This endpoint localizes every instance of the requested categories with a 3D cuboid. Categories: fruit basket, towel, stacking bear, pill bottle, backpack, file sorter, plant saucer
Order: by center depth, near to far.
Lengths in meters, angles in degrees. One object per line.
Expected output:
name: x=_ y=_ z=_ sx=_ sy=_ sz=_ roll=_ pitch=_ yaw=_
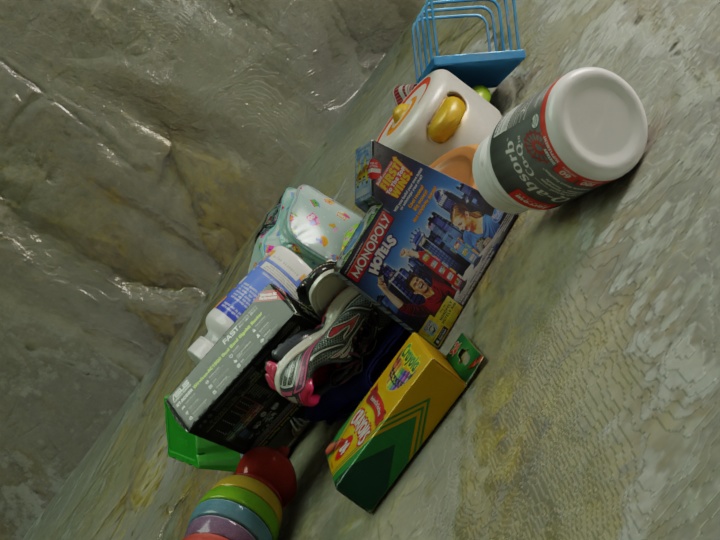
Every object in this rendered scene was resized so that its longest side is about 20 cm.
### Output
pill bottle: x=0.202 y=-0.128 z=1.364 sx=0.116 sy=0.115 sz=0.200 roll=-58 pitch=11 yaw=-21
stacking bear: x=-0.137 y=0.293 z=1.555 sx=0.121 sy=0.113 sz=0.201 roll=-44 pitch=10 yaw=39
towel: x=0.013 y=0.116 z=1.611 sx=0.148 sy=0.049 sz=0.200 roll=-54 pitch=10 yaw=-30
plant saucer: x=0.111 y=-0.090 z=1.716 sx=0.200 sy=0.037 sz=0.201 roll=-40 pitch=27 yaw=25
pill bottle: x=-0.148 y=0.071 z=1.842 sx=0.200 sy=0.112 sz=0.112 roll=-45 pitch=9 yaw=-15
fruit basket: x=-0.174 y=0.215 z=1.925 sx=0.215 sy=0.213 sz=0.157 roll=179 pitch=87 yaw=-76
file sorter: x=0.157 y=-0.356 z=1.994 sx=0.200 sy=0.137 sz=0.124 roll=149 pitch=115 yaw=-82
towel: x=0.091 y=-0.229 z=2.100 sx=0.023 sy=0.145 sz=0.200 roll=-19 pitch=9 yaw=-6
backpack: x=-0.085 y=-0.023 z=2.101 sx=0.153 sy=0.175 sz=0.201 roll=-46 pitch=17 yaw=52

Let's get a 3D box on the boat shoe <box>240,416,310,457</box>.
boat shoe: x=-0.095 y=0.185 z=1.776 sx=0.201 sy=0.072 sz=0.072 roll=-59 pitch=14 yaw=-23

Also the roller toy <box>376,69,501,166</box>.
roller toy: x=0.105 y=-0.193 z=1.904 sx=0.183 sy=0.139 sz=0.200 roll=-49 pitch=13 yaw=25

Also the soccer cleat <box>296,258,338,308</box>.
soccer cleat: x=0.000 y=0.000 z=1.745 sx=0.199 sy=0.070 sz=0.086 roll=-19 pitch=9 yaw=38

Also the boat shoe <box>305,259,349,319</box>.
boat shoe: x=-0.023 y=0.018 z=1.599 sx=0.074 sy=0.060 sz=0.200 roll=-48 pitch=-23 yaw=13

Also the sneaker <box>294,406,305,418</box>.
sneaker: x=-0.076 y=0.100 z=1.753 sx=0.200 sy=0.120 sz=0.084 roll=-47 pitch=-29 yaw=-32

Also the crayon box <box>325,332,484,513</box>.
crayon box: x=0.043 y=0.145 z=1.374 sx=0.201 sy=0.051 sz=0.127 roll=-53 pitch=11 yaw=3

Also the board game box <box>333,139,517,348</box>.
board game box: x=0.054 y=-0.046 z=1.516 sx=0.201 sy=0.199 sz=0.062 roll=-57 pitch=13 yaw=-18

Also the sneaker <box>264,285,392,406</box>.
sneaker: x=-0.016 y=0.086 z=1.523 sx=0.200 sy=0.081 sz=0.074 roll=-42 pitch=43 yaw=-19

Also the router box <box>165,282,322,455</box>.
router box: x=-0.120 y=0.126 z=1.588 sx=0.200 sy=0.150 sz=0.062 roll=-47 pitch=55 yaw=5

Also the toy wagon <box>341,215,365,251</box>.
toy wagon: x=0.036 y=-0.045 z=1.847 sx=0.199 sy=0.040 sz=0.156 roll=4 pitch=54 yaw=47
